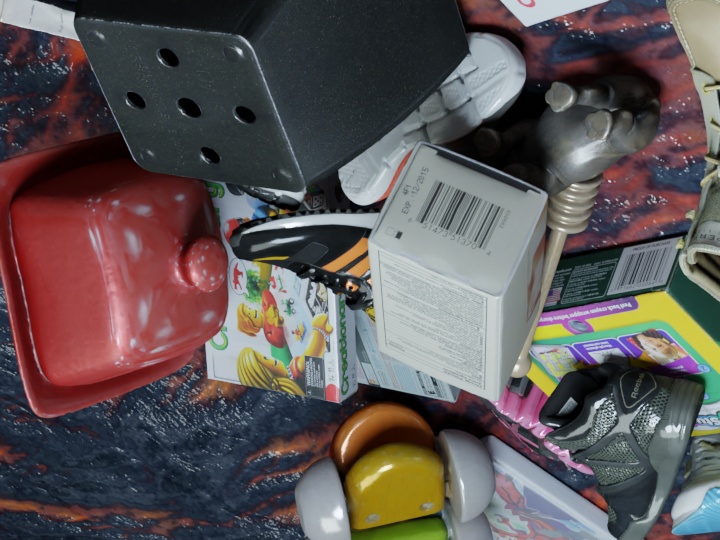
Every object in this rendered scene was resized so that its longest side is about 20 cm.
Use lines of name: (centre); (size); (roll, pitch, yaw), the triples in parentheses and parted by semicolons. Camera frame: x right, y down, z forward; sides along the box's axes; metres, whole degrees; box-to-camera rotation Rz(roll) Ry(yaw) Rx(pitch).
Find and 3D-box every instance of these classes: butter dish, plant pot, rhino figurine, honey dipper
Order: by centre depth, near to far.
plant pot: (-0.071, -0.165, 1.482); (0.199, 0.178, 0.200); (9, 140, 28)
rhino figurine: (0.124, -0.080, 1.567); (0.087, 0.060, 0.200); (-9, 166, -43)
honey dipper: (0.138, 0.003, 1.684); (0.038, 0.038, 0.200); (21, 130, 10)
butter dish: (-0.164, -0.003, 1.736); (0.148, 0.199, 0.201); (-3, 100, 38)

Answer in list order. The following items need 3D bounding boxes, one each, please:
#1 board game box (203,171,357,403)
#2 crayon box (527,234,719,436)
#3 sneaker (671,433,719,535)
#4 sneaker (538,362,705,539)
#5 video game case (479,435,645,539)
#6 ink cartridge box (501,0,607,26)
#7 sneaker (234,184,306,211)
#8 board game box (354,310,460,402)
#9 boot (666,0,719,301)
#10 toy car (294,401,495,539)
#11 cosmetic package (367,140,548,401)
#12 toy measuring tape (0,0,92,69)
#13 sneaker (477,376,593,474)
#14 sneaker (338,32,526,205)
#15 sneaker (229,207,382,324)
board game box: (-0.067, -0.002, 1.805); (0.126, 0.035, 0.201); (8, 112, 29)
crayon box: (0.218, 0.059, 1.758); (0.200, 0.058, 0.173); (-12, 135, 47)
sneaker: (0.280, 0.164, 1.778); (0.076, 0.081, 0.200); (-4, 176, 11)
sneaker: (0.195, 0.136, 1.769); (0.114, 0.076, 0.200); (20, 148, 12)
video game case: (0.147, 0.233, 2.132); (0.200, 0.023, 0.182); (35, 150, -15)
ink cartridge box: (0.133, -0.234, 1.324); (0.145, 0.084, 0.200); (42, 147, -27)
sneaker: (-0.106, -0.113, 1.736); (0.200, 0.079, 0.074); (26, 177, 32)
board game box: (-0.016, 0.029, 1.890); (0.199, 0.064, 0.148); (11, 147, 23)
boot: (0.234, -0.077, 1.424); (0.072, 0.155, 0.200); (-2, 141, 40)
toy car: (0.023, 0.202, 2.051); (0.174, 0.150, 0.200); (-11, 133, -10)
cosmetic package: (0.069, 0.004, 1.586); (0.103, 0.087, 0.200); (23, 159, 10)
toy measuring tape: (-0.200, -0.172, 1.697); (0.199, 0.074, 0.074); (16, 150, 13)
sneaker: (0.127, 0.099, 1.892); (0.200, 0.079, 0.095); (46, 157, -30)
sneaker: (0.065, -0.108, 1.621); (0.082, 0.077, 0.200); (5, 157, -35)
sneaker: (0.000, 0.000, 1.715); (0.199, 0.090, 0.070); (-1, 178, -21)
